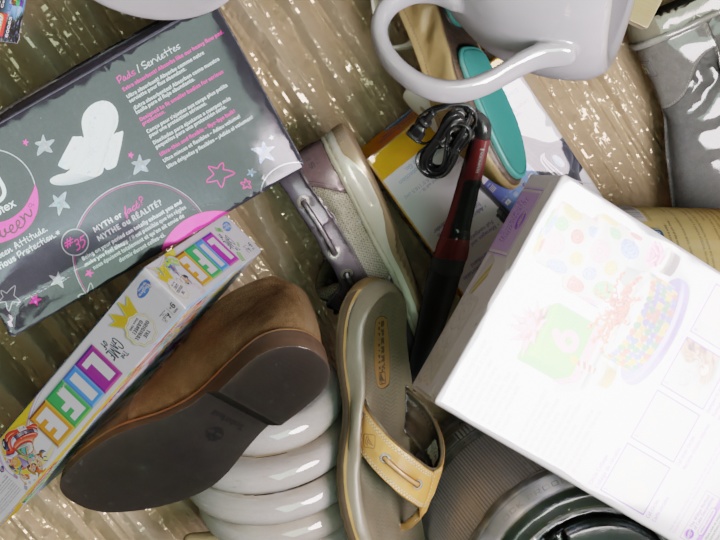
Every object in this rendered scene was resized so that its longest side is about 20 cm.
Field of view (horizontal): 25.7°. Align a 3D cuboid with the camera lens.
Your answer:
[{"bbox_3d":[0.121,0.181,1.040,0.158,0.200,0.162,-3,102,-12],"label":"camera lens"}]

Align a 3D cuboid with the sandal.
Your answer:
[{"bbox_3d":[0.024,0.105,0.983,0.054,0.080,0.202,1,98,30],"label":"sandal"}]

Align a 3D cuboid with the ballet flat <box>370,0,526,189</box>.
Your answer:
[{"bbox_3d":[0.049,-0.139,1.007,0.063,0.068,0.202,-21,81,27],"label":"ballet flat"}]

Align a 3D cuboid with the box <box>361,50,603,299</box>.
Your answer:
[{"bbox_3d":[0.101,-0.036,1.074,0.119,0.041,0.201,-37,110,-3],"label":"box"}]

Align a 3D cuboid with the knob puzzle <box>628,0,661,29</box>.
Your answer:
[{"bbox_3d":[0.139,-0.281,1.032,0.217,0.030,0.222,0,92,-10],"label":"knob puzzle"}]

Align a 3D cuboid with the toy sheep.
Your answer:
[{"bbox_3d":[-0.058,0.117,1.024,0.137,0.138,0.201,-17,123,-9],"label":"toy sheep"}]

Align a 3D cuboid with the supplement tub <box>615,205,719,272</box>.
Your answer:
[{"bbox_3d":[0.200,0.032,1.014,0.198,0.145,0.146,1,102,-11],"label":"supplement tub"}]

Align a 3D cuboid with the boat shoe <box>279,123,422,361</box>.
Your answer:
[{"bbox_3d":[0.000,0.000,1.035,0.064,0.072,0.201,-21,122,2],"label":"boat shoe"}]

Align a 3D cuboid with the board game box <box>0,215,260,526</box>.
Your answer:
[{"bbox_3d":[-0.152,0.061,0.953,0.034,0.134,0.200,43,111,0],"label":"board game box"}]

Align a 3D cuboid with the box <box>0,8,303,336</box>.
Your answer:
[{"bbox_3d":[-0.154,-0.069,0.958,0.199,0.132,0.115,-30,104,-6],"label":"box"}]

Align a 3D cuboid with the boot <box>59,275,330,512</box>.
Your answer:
[{"bbox_3d":[-0.102,0.078,0.957,0.199,0.076,0.074,-35,131,20],"label":"boot"}]

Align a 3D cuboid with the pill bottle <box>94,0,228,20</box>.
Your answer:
[{"bbox_3d":[-0.105,-0.254,0.896,0.119,0.120,0.201,20,56,-16],"label":"pill bottle"}]

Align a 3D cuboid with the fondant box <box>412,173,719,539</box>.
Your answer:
[{"bbox_3d":[0.151,0.056,0.903,0.199,0.058,0.145,31,89,-14],"label":"fondant box"}]

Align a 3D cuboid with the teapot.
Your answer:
[{"bbox_3d":[0.094,-0.209,0.930,0.145,0.200,0.199,13,109,12],"label":"teapot"}]

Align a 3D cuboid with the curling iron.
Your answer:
[{"bbox_3d":[0.047,-0.015,0.989,0.049,0.026,0.202,13,118,13],"label":"curling iron"}]

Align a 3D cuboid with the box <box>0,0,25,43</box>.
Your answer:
[{"bbox_3d":[-0.274,-0.220,0.896,0.198,0.038,0.138,16,99,16],"label":"box"}]

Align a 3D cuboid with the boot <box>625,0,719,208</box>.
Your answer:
[{"bbox_3d":[0.281,-0.103,1.085,0.180,0.073,0.202,-21,100,6],"label":"boot"}]
